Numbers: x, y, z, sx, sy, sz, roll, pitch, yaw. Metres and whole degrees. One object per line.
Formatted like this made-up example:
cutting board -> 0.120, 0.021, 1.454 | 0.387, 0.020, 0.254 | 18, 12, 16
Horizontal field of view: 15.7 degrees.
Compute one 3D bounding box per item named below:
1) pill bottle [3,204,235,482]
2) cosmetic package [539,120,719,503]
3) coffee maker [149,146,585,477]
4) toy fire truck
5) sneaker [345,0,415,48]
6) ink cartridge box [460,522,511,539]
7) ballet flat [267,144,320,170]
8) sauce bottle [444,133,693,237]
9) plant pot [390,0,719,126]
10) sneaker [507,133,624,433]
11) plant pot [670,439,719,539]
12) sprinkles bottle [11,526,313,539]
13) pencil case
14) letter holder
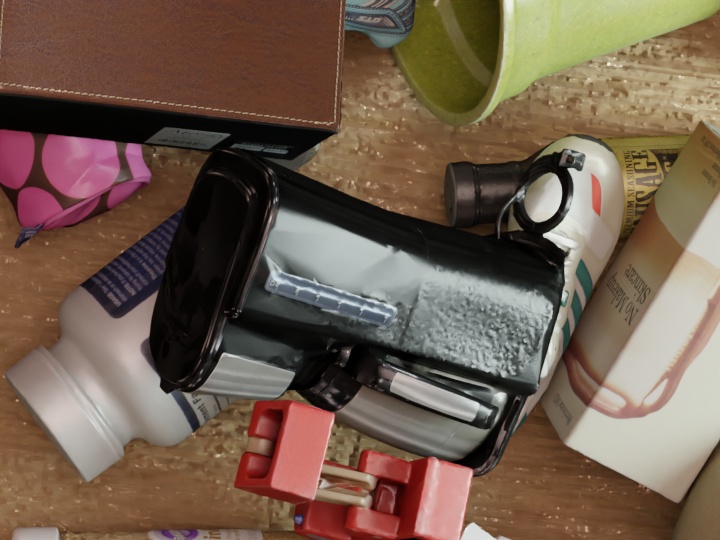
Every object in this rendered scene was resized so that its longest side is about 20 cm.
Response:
pill bottle -> -0.107, 0.033, 1.548 | 0.200, 0.111, 0.111 | -38, 90, -10
cosmetic package -> 0.197, 0.023, 1.559 | 0.087, 0.103, 0.200 | 27, 100, -15
coffee maker -> 0.000, 0.000, 1.466 | 0.200, 0.135, 0.192 | 20, 72, -27
toy fire truck -> -0.016, 0.119, 1.448 | 0.141, 0.200, 0.049 | 17, 77, -16
sneaker -> -0.060, -0.168, 1.582 | 0.200, 0.086, 0.078 | 6, 40, 19
ink cartridge box -> 0.102, 0.229, 1.511 | 0.068, 0.200, 0.115 | 20, 80, 29
ballet flat -> -0.113, -0.122, 1.601 | 0.200, 0.046, 0.067 | 28, 113, 1
sauce bottle -> 0.153, -0.050, 1.615 | 0.200, 0.066, 0.066 | -5, 85, -8
plant pot -> 0.124, -0.201, 1.577 | 0.184, 0.200, 0.200 | -12, 86, -20
sneaker -> 0.107, 0.019, 1.554 | 0.070, 0.093, 0.200 | 22, 108, -9
plant pot -> 0.268, 0.151, 1.551 | 0.187, 0.187, 0.200 | 15, 54, -6
sprinkles bottle -> -0.108, 0.187, 1.554 | 0.200, 0.068, 0.068 | 1, 84, -8
pencil case -> -0.209, -0.119, 1.558 | 0.091, 0.094, 0.200 | -26, 91, -43
letter holder -> -0.117, -0.149, 1.489 | 0.200, 0.101, 0.142 | 5, 81, -17
